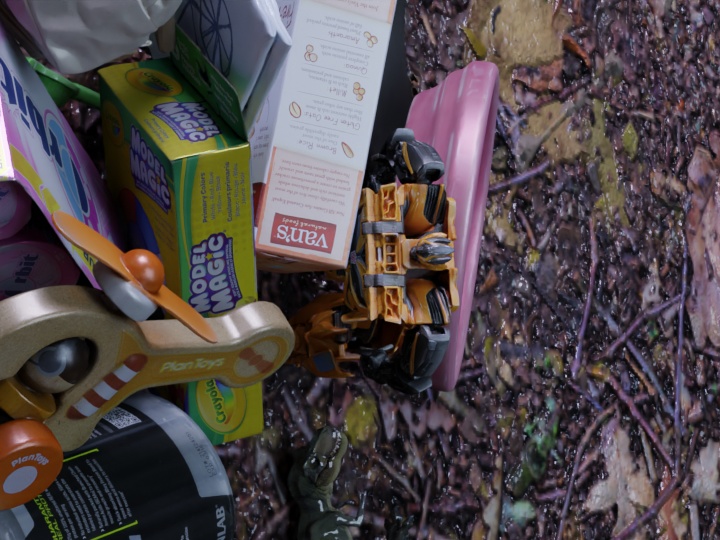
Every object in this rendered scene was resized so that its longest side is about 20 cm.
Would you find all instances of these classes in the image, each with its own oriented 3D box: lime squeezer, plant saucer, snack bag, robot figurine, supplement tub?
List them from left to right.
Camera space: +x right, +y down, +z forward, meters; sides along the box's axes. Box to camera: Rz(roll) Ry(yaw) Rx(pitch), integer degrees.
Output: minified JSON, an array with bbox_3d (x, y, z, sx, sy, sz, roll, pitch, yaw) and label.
[{"bbox_3d":[-0.167,0.137,1.252,0.200,0.122,0.123,-16,98,-51],"label":"supplement tub"},{"bbox_3d":[-0.175,-0.081,1.337,0.200,0.038,0.071,-26,105,-51],"label":"lime squeezer"},{"bbox_3d":[-0.090,-0.160,1.320,0.021,0.189,0.200,-13,69,-19],"label":"snack bag"},{"bbox_3d":[0.000,0.000,1.419,0.058,0.200,0.145,0,84,-20],"label":"robot figurine"},{"bbox_3d":[0.047,-0.029,1.536,0.201,0.051,0.201,9,90,-85],"label":"plant saucer"}]

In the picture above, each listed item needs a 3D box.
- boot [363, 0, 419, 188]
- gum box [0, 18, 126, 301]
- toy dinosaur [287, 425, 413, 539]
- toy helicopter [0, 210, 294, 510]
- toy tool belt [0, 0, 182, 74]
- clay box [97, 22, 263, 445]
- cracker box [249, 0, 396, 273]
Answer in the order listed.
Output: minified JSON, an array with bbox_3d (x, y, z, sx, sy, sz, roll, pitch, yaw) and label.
[{"bbox_3d":[0.012,-0.165,1.563,0.200,0.077,0.138,-53,130,-24],"label":"boot"},{"bbox_3d":[-0.171,-0.033,1.226,0.200,0.066,0.114,63,9,-56],"label":"gum box"},{"bbox_3d":[0.000,0.189,1.516,0.088,0.047,0.201,-8,92,-37],"label":"toy dinosaur"},{"bbox_3d":[-0.109,0.033,1.201,0.200,0.132,0.079,-5,45,-42],"label":"toy helicopter"},{"bbox_3d":[-0.144,-0.196,1.226,0.123,0.125,0.200,-40,106,-79],"label":"toy tool belt"},{"bbox_3d":[-0.094,-0.021,1.317,0.047,0.115,0.201,-15,122,-20],"label":"clay box"},{"bbox_3d":[-0.031,-0.101,1.365,0.058,0.134,0.201,11,85,-15],"label":"cracker box"}]
